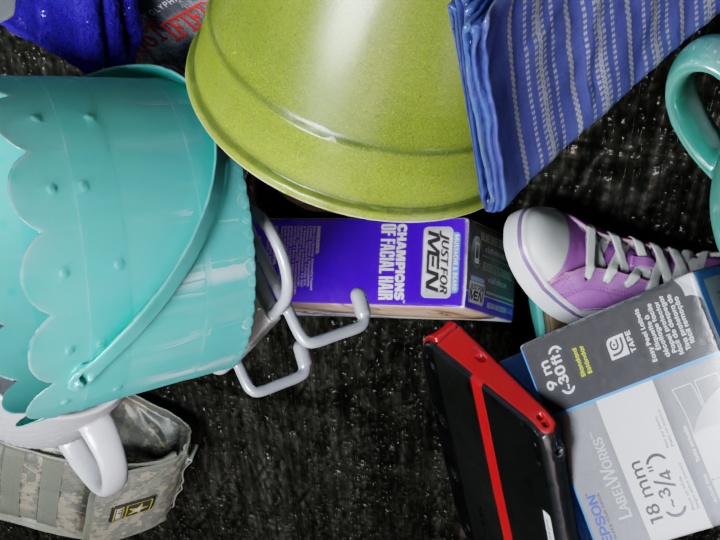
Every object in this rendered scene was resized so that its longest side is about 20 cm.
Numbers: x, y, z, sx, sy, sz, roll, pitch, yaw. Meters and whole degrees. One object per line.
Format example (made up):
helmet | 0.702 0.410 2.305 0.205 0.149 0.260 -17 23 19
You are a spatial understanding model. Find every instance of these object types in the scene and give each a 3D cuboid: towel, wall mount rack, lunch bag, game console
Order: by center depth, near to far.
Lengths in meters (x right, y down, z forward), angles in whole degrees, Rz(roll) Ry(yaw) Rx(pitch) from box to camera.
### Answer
towel | 0.124 -0.131 0.698 0.024 0.200 0.146 36 157 33
towel | -0.226 -0.203 0.837 0.198 0.050 0.149 26 148 21
wall mount rack | -0.067 -0.019 0.888 0.176 0.074 0.200 65 153 10
game console | 0.105 0.148 0.971 0.177 0.031 0.202 38 147 56
lunch bag | -0.262 0.181 1.337 0.197 0.119 0.165 16 144 -5

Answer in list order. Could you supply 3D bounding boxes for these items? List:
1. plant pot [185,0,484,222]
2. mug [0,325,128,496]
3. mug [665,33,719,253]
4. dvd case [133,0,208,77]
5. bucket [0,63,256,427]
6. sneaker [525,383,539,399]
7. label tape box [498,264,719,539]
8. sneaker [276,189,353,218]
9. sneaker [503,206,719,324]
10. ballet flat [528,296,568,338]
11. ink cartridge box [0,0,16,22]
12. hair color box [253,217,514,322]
plant pot | 0.022 -0.164 0.714 0.198 0.202 0.194 19 133 1
mug | -0.253 0.097 1.170 0.201 0.147 0.175 58 152 7
mug | 0.265 -0.050 0.780 0.150 0.187 0.115 -16 153 -19
dvd case | -0.114 -0.157 0.889 0.200 0.022 0.145 41 150 -26
bucket | -0.151 -0.020 0.822 0.133 0.209 0.208 -9 151 -23
sneaker | 0.157 0.099 0.968 0.087 0.076 0.200 29 144 -14
label tape box | 0.167 0.100 0.887 0.199 0.063 0.146 -27 80 38
sneaker | 0.033 -0.079 0.920 0.198 0.071 0.075 -11 152 42
sneaker | 0.195 -0.002 0.930 0.199 0.074 0.114 27 144 -29
ballet flat | 0.157 0.055 1.029 0.071 0.068 0.201 -7 140 2
ink cartridge box | -0.283 -0.231 0.765 0.198 0.083 0.147 28 126 19
hair color box | 0.000 0.000 0.987 0.197 0.066 0.109 -1 173 24
